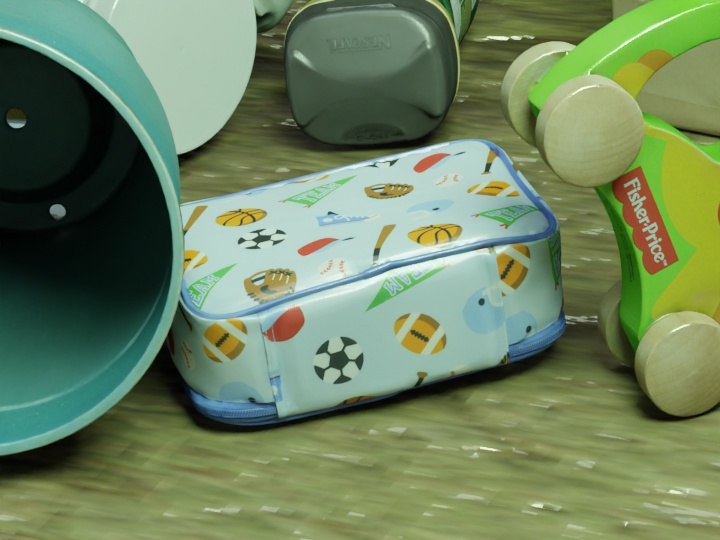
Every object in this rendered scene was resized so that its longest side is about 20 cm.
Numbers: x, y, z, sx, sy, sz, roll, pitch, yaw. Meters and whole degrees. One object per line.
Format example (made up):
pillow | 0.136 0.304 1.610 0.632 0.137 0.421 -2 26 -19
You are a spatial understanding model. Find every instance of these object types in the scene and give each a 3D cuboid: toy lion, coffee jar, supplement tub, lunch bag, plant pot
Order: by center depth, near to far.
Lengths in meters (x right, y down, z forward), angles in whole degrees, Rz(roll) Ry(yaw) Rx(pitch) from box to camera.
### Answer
toy lion | 0.184 -0.041 1.082 0.191 0.201 0.069 -29 27 -4
plant pot | -0.173 -0.044 1.122 0.198 0.202 0.188 -4 21 3
lunch bag | 0.000 0.000 1.167 0.198 0.076 0.160 -12 24 -10
supplement tub | -0.173 -0.148 1.423 0.199 0.146 0.144 18 34 39
coffee jar | 0.014 -0.145 1.445 0.103 0.086 0.200 -3 25 10

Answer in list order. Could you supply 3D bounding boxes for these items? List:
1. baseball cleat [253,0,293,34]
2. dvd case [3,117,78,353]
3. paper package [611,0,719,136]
baseball cleat | -0.099 -0.183 1.520 0.199 0.070 0.107 3 46 43
dvd case | -0.201 -0.014 1.250 0.142 0.018 0.201 4 40 20
paper package | 0.267 -0.156 1.396 0.190 0.104 0.200 14 31 35
